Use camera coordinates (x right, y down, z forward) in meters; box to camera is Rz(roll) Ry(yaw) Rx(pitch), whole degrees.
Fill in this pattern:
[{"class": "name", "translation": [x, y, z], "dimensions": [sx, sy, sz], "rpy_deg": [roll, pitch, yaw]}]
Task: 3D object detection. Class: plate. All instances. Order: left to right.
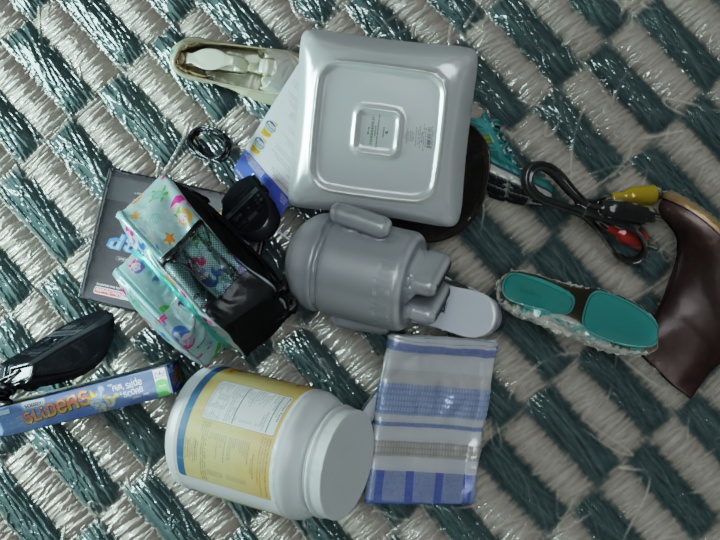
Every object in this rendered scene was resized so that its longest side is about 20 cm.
[{"class": "plate", "translation": [0.021, -0.155, 1.630], "dimensions": [0.198, 0.032, 0.201], "rpy_deg": [8, 103, 8]}]

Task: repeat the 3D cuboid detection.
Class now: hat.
[{"class": "hat", "translation": [0.045, -0.117, 1.694], "dimensions": [0.199, 0.081, 0.202], "rpy_deg": [9, 111, 24]}]

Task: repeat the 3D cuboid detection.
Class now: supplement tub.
[{"class": "supplement tub", "translation": [-0.100, 0.193, 1.641], "dimensions": [0.199, 0.145, 0.146], "rpy_deg": [12, 84, 26]}]

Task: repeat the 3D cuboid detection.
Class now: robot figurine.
[{"class": "robot figurine", "translation": [0.000, 0.000, 1.654], "dimensions": [0.199, 0.113, 0.171], "rpy_deg": [13, 126, 17]}]

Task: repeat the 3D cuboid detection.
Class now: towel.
[{"class": "towel", "translation": [0.082, 0.171, 1.684], "dimensions": [0.146, 0.024, 0.202], "rpy_deg": [6, 96, -26]}]

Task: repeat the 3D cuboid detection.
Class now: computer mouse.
[{"class": "computer mouse", "translation": [-0.360, 0.111, 1.692], "dimensions": [0.199, 0.138, 0.053], "rpy_deg": [-32, 105, -32]}, {"class": "computer mouse", "translation": [-0.147, -0.102, 1.720], "dimensions": [0.059, 0.034, 0.200], "rpy_deg": [-41, 53, 9]}]

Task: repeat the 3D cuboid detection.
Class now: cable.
[{"class": "cable", "translation": [0.270, -0.067, 1.723], "dimensions": [0.199, 0.050, 0.098], "rpy_deg": [13, 96, -12]}]

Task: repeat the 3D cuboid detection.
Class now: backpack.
[{"class": "backpack", "translation": [-0.185, 0.000, 1.628], "dimensions": [0.150, 0.178, 0.200], "rpy_deg": [-37, 73, -4]}]

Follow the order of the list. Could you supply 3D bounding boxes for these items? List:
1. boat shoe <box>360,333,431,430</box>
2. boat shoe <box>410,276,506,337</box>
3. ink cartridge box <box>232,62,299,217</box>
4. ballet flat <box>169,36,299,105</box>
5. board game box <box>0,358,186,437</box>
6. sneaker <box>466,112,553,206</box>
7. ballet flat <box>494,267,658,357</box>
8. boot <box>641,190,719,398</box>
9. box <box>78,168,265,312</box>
[{"class": "boat shoe", "translation": [0.038, 0.167, 1.714], "dimensions": [0.065, 0.074, 0.200], "rpy_deg": [36, 96, 0]}, {"class": "boat shoe", "translation": [0.075, 0.031, 1.725], "dimensions": [0.199, 0.068, 0.072], "rpy_deg": [15, 91, 21]}, {"class": "ink cartridge box", "translation": [-0.060, -0.162, 1.710], "dimensions": [0.200, 0.042, 0.119], "rpy_deg": [-54, 49, 14]}, {"class": "ballet flat", "translation": [-0.131, -0.238, 1.754], "dimensions": [0.198, 0.069, 0.070], "rpy_deg": [9, 84, 1]}, {"class": "board game box", "translation": [-0.304, 0.144, 1.681], "dimensions": [0.199, 0.135, 0.035], "rpy_deg": [-14, 90, -1]}, {"class": "sneaker", "translation": [0.145, -0.144, 1.739], "dimensions": [0.199, 0.078, 0.080], "rpy_deg": [33, 77, 4]}, {"class": "ballet flat", "translation": [0.251, 0.052, 1.712], "dimensions": [0.199, 0.072, 0.072], "rpy_deg": [22, 85, 14]}, {"class": "boot", "translation": [0.372, 0.028, 1.705], "dimensions": [0.166, 0.072, 0.200], "rpy_deg": [-44, 99, -1]}, {"class": "box", "translation": [-0.216, -0.021, 1.742], "dimensions": [0.199, 0.046, 0.160], "rpy_deg": [13, 84, 2]}]
